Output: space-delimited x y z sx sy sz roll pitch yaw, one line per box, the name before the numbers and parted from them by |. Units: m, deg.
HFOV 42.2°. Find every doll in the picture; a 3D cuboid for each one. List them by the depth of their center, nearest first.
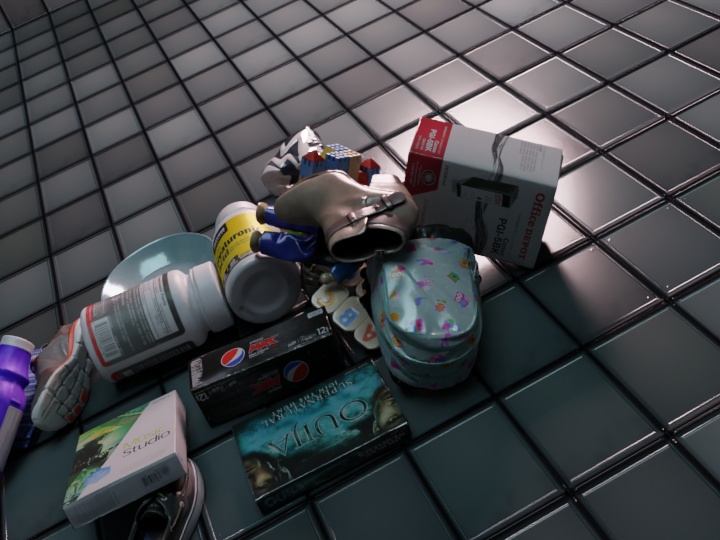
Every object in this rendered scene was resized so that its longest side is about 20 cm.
doll | -0.046 -0.050 1.257 0.195 0.049 0.140 10 80 9

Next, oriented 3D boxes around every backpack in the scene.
backpack | 0.077 0.042 1.144 0.163 0.128 0.203 -6 51 2

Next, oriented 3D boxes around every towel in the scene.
towel | -0.503 0.189 1.373 0.142 0.024 0.202 -10 35 18

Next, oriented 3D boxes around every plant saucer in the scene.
plant saucer | -0.312 0.018 1.476 0.196 0.039 0.203 -14 35 10

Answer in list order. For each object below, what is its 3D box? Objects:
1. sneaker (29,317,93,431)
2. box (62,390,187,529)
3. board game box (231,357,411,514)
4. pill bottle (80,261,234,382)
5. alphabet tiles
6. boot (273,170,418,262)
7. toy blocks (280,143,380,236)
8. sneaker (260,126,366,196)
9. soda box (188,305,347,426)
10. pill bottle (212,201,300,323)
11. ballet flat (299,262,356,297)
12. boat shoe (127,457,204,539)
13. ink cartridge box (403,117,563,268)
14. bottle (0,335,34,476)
sneaker | -0.435 0.152 1.332 0.080 0.078 0.202 -9 35 15
box | -0.284 0.225 1.145 0.142 0.037 0.200 -25 16 -5
board game box | -0.049 0.194 1.119 0.197 0.029 0.136 -26 35 -6
pill bottle | -0.286 0.070 1.329 0.196 0.115 0.115 -23 35 -3
alphabet tiles | 0.035 0.007 1.258 0.199 0.015 0.196 36 67 23
boot | -0.024 -0.062 1.153 0.195 0.071 0.147 -13 33 13
toy blocks | -0.040 -0.118 1.362 0.099 0.140 0.198 26 28 36
sneaker | -0.068 -0.200 1.596 0.196 0.080 0.131 -11 44 31
soda box | -0.120 0.124 1.209 0.196 0.072 0.064 -22 36 0
pill bottle | -0.161 -0.021 1.385 0.109 0.113 0.201 -24 35 -4
ballet flat | 0.000 0.000 1.315 0.195 0.065 0.076 -8 37 17
boat shoe | -0.228 0.286 1.066 0.067 0.057 0.202 -11 37 14
ink cartridge box | 0.156 -0.102 1.240 0.195 0.149 0.084 14 44 7
bottle | -0.499 0.191 1.268 0.082 0.065 0.204 -4 61 31
